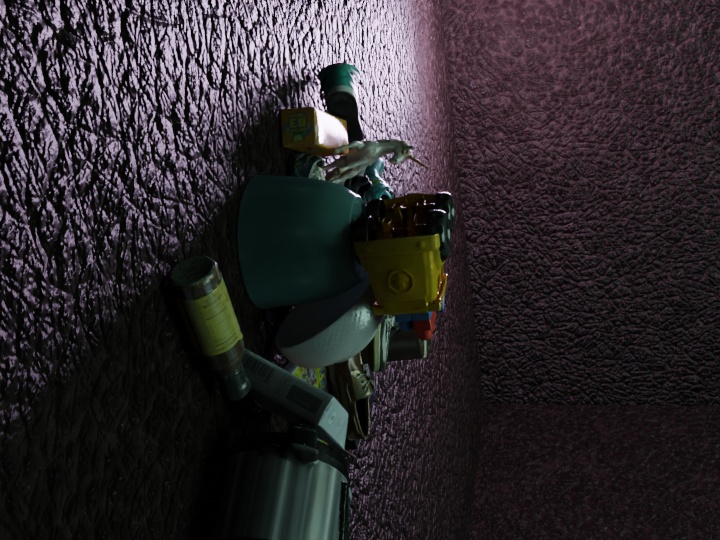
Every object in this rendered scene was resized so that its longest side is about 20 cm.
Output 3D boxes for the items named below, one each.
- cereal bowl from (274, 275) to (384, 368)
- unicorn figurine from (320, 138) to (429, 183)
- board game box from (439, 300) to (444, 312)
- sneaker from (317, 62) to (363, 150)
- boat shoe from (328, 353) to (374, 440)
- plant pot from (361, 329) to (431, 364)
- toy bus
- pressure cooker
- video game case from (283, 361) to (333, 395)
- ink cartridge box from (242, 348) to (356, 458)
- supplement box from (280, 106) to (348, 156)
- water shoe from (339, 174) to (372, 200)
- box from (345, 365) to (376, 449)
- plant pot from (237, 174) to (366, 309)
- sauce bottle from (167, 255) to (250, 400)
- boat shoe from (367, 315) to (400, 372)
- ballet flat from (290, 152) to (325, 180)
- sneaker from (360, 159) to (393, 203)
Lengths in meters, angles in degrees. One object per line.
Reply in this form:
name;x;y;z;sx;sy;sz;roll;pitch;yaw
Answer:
cereal bowl;-0.032;0.081;1.349;0.084;0.199;0.201;51;28;-17
unicorn figurine;0.001;-0.193;1.522;0.136;0.199;0.075;-20;103;-32
board game box;0.063;0.032;1.750;0.135;0.197;0.045;69;23;-52
sneaker;-0.038;-0.320;1.643;0.201;0.082;0.122;93;-5;-63
boat shoe;-0.009;0.195;1.488;0.076;0.071;0.203;-26;118;-59
plant pot;0.027;0.088;1.608;0.200;0.195;0.204;-2;90;-75
toy bus;0.078;-0.006;1.280;0.200;0.134;0.195;-63;144;-64
pressure cooker;-0.102;0.299;1.128;0.179;0.174;0.202;48;38;-42
video game case;-0.068;0.205;1.483;0.181;0.025;0.203;-50;138;-49
ink cartridge box;-0.084;0.192;1.230;0.048;0.158;0.200;-60;155;-14
supplement box;-0.076;-0.237;1.501;0.200;0.065;0.070;-20;107;-76
water shoe;-0.015;-0.093;1.698;0.071;0.078;0.203;37;52;-71
box;-0.009;0.247;1.774;0.201;0.036;0.145;-67;152;-61
plant pot;-0.074;-0.045;1.301;0.200;0.158;0.204;-1;90;-76
sauce bottle;-0.180;0.077;1.068;0.065;0.064;0.202;-74;160;-49
boat shoe;0.049;0.070;1.424;0.073;0.064;0.203;112;-15;-68
ballet flat;-0.085;-0.097;1.449;0.074;0.073;0.204;10;79;-75
sneaker;0.034;-0.169;1.901;0.078;0.078;0.202;72;21;-48
